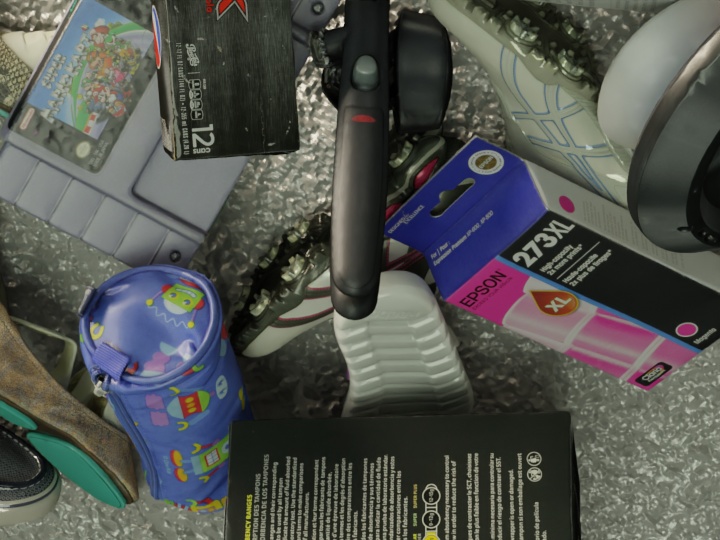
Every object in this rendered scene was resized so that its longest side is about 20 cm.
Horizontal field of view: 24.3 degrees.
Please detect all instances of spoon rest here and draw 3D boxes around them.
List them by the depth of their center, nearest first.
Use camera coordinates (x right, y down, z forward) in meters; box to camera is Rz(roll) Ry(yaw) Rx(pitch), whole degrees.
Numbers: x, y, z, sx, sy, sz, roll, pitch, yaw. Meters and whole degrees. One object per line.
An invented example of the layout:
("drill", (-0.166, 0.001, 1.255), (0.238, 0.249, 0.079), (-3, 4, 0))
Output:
("spoon rest", (0.209, -0.115, 0.863), (0.200, 0.061, 0.099), (-16, 141, -17))

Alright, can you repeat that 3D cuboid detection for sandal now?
("sandal", (0.025, 0.053, 0.996), (0.082, 0.050, 0.203), (-8, 146, -3))

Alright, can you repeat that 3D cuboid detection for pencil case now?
("pencil case", (-0.109, 0.074, 0.984), (0.078, 0.087, 0.200), (41, 161, 25))

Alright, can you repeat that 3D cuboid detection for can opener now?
("can opener", (0.004, -0.069, 0.887), (0.079, 0.200, 0.063), (2, 146, 9))

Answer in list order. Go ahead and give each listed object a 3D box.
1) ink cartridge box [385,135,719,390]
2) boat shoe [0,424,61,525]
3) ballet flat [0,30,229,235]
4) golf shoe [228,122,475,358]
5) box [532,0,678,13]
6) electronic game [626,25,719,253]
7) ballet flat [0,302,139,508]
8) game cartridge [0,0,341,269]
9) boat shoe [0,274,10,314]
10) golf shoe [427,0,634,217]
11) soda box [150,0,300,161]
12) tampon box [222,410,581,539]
("ink cartridge box", (0.117, 0.000, 0.936), (0.200, 0.037, 0.095), (25, 134, -23))
("boat shoe", (-0.286, 0.093, 1.079), (0.200, 0.075, 0.093), (17, 126, 3))
("ballet flat", (-0.159, -0.094, 0.979), (0.200, 0.068, 0.075), (38, 102, -13))
("golf shoe", (0.000, 0.000, 0.986), (0.088, 0.077, 0.200), (38, 119, -21))
("box", (0.067, -0.217, 0.822), (0.200, 0.106, 0.152), (8, 92, 8))
("electronic game", (0.215, -0.083, 0.817), (0.200, 0.200, 0.042), (-53, 55, 26))
("ballet flat", (-0.189, 0.081, 1.053), (0.068, 0.067, 0.200), (14, 155, 37))
("game cartridge", (-0.112, -0.104, 0.935), (0.130, 0.038, 0.200), (27, 100, -19))
("boat shoe", (-0.264, -0.021, 1.024), (0.076, 0.072, 0.200), (-5, 114, 13))
("golf shoe", (0.100, -0.087, 0.926), (0.200, 0.078, 0.097), (39, 122, -8))
("soda box", (-0.075, -0.161, 0.877), (0.071, 0.063, 0.200), (-5, 100, -13))
("tampon box", (0.030, 0.167, 0.991), (0.200, 0.126, 0.150), (-2, 157, 9))
